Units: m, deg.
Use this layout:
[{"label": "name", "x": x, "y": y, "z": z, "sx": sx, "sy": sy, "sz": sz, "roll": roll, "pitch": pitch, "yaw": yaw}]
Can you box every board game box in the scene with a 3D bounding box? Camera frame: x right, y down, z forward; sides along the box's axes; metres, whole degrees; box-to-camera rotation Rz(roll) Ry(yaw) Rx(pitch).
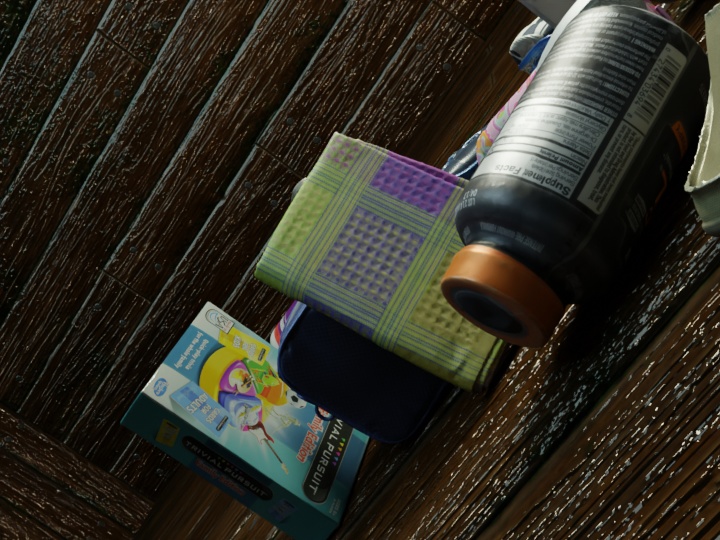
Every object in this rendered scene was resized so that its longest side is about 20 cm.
[{"label": "board game box", "x": -0.092, "y": 0.135, "z": 0.835, "sx": 0.047, "sy": 0.200, "sz": 0.151, "roll": -52, "pitch": 7, "yaw": 31}]

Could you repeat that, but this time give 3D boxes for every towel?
[{"label": "towel", "x": 0.036, "y": -0.010, "z": 0.679, "sx": 0.144, "sy": 0.199, "sz": 0.023, "roll": -60, "pitch": -17, "yaw": -16}]

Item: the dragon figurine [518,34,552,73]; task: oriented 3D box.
[{"label": "dragon figurine", "x": 0.185, "y": -0.179, "z": 0.831, "sx": 0.099, "sy": 0.059, "sz": 0.200, "roll": -12, "pitch": -23, "yaw": -46}]

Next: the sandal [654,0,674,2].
[{"label": "sandal", "x": 0.290, "y": -0.286, "z": 0.715, "sx": 0.200, "sy": 0.080, "sz": 0.054, "roll": -46, "pitch": 35, "yaw": 40}]

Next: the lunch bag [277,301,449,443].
[{"label": "lunch bag", "x": 0.016, "y": 0.043, "z": 0.783, "sx": 0.200, "sy": 0.136, "sz": 0.132, "roll": -56, "pitch": 5, "yaw": 3}]

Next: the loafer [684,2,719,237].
[{"label": "loafer", "x": 0.196, "y": -0.103, "z": 0.443, "sx": 0.200, "sy": 0.068, "sz": 0.076, "roll": -58, "pitch": 6, "yaw": -25}]

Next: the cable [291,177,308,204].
[{"label": "cable", "x": 0.000, "y": 0.000, "z": 0.865, "sx": 0.097, "sy": 0.200, "sz": 0.050, "roll": -48, "pitch": 16, "yaw": 7}]

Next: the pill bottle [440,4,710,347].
[{"label": "pill bottle", "x": 0.126, "y": -0.053, "z": 0.561, "sx": 0.200, "sy": 0.106, "sz": 0.106, "roll": -57, "pitch": 6, "yaw": -16}]

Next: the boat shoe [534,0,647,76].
[{"label": "boat shoe", "x": 0.148, "y": -0.117, "z": 0.678, "sx": 0.062, "sy": 0.072, "sz": 0.201, "roll": -100, "pitch": 22, "yaw": -57}]

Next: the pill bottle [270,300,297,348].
[{"label": "pill bottle", "x": -0.027, "y": 0.051, "z": 1.233, "sx": 0.200, "sy": 0.112, "sz": 0.113, "roll": -54, "pitch": 6, "yaw": 21}]

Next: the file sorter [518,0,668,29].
[{"label": "file sorter", "x": 0.222, "y": -0.328, "z": 0.910, "sx": 0.139, "sy": 0.200, "sz": 0.125, "roll": -55, "pitch": 10, "yaw": -2}]

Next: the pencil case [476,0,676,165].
[{"label": "pencil case", "x": 0.174, "y": -0.135, "z": 0.758, "sx": 0.088, "sy": 0.087, "sz": 0.200, "roll": -59, "pitch": 6, "yaw": -38}]

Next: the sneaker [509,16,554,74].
[{"label": "sneaker", "x": 0.260, "y": -0.308, "z": 1.090, "sx": 0.130, "sy": 0.079, "sz": 0.199, "roll": -52, "pitch": 0, "yaw": -15}]

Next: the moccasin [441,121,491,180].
[{"label": "moccasin", "x": 0.130, "y": -0.102, "z": 1.026, "sx": 0.200, "sy": 0.080, "sz": 0.068, "roll": -42, "pitch": 22, "yaw": 8}]
